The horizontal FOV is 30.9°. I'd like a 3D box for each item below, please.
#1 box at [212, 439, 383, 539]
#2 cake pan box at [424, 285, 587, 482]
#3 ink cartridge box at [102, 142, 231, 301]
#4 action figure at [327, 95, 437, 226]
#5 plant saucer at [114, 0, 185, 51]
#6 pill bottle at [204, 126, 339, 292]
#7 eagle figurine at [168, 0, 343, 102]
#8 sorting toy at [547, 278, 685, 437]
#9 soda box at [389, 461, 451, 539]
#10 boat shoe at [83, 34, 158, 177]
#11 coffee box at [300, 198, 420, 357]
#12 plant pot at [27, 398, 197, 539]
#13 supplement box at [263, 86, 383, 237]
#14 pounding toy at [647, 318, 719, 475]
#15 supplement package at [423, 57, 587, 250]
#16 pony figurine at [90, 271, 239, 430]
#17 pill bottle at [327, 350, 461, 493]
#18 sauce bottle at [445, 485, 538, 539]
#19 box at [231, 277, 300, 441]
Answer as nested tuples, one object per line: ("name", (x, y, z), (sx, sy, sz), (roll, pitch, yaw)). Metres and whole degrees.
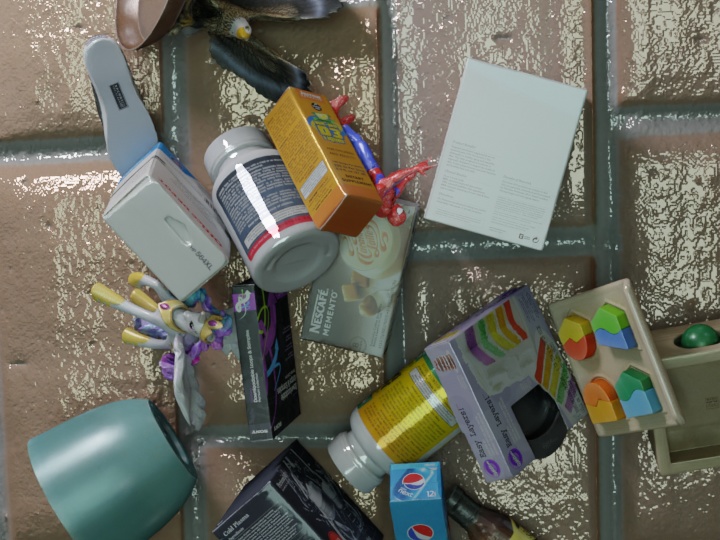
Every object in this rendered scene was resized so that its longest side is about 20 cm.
("box", (-0.075, 0.340, 1.678), (0.104, 0.200, 0.182), (-43, 92, 10))
("cake pan box", (0.188, 0.144, 1.644), (0.052, 0.184, 0.201), (-20, 96, 49))
("ink cartridge box", (-0.238, -0.065, 1.635), (0.084, 0.200, 0.146), (-40, 105, 8))
("action figure", (0.034, -0.142, 1.633), (0.099, 0.065, 0.200), (-23, 58, 0))
("plant saucer", (-0.255, -0.370, 1.639), (0.034, 0.200, 0.201), (12, 99, -31))
("pill bottle", (-0.119, -0.083, 1.642), (0.119, 0.120, 0.200), (-35, 60, 8))
("eagle figurine", (-0.144, -0.313, 1.665), (0.199, 0.151, 0.152), (14, 143, -25))
("sorting toy", (0.308, 0.115, 1.612), (0.036, 0.200, 0.186), (-20, 87, -23))
("soda box", (0.081, 0.338, 1.683), (0.068, 0.064, 0.200), (-5, 130, 6))
("boat shoe", (-0.314, -0.215, 1.708), (0.068, 0.057, 0.201), (-16, 113, -8))
("coffee box", (0.000, 0.000, 1.692), (0.114, 0.080, 0.201), (14, 97, 4))
("plant pot", (-0.312, 0.263, 1.703), (0.161, 0.201, 0.201), (-32, 93, -4))
("supplement box", (-0.048, -0.136, 1.608), (0.069, 0.066, 0.200), (-52, 49, 29))
("pounding toy", (0.448, 0.126, 1.649), (0.183, 0.142, 0.201), (-10, 106, 7))
("supplement package", (0.180, -0.146, 1.621), (0.151, 0.151, 0.201), (16, 98, 4))
("pony figurine", (-0.230, 0.086, 1.686), (0.199, 0.193, 0.167), (19, 60, 30))
("pill bottle", (0.058, 0.197, 1.693), (0.200, 0.113, 0.113), (-40, 91, 9))
("sauce bottle", (0.193, 0.362, 1.721), (0.200, 0.066, 0.066), (40, 99, -1))
("box", (-0.120, 0.107, 1.684), (0.036, 0.143, 0.201), (-4, 97, 13))
